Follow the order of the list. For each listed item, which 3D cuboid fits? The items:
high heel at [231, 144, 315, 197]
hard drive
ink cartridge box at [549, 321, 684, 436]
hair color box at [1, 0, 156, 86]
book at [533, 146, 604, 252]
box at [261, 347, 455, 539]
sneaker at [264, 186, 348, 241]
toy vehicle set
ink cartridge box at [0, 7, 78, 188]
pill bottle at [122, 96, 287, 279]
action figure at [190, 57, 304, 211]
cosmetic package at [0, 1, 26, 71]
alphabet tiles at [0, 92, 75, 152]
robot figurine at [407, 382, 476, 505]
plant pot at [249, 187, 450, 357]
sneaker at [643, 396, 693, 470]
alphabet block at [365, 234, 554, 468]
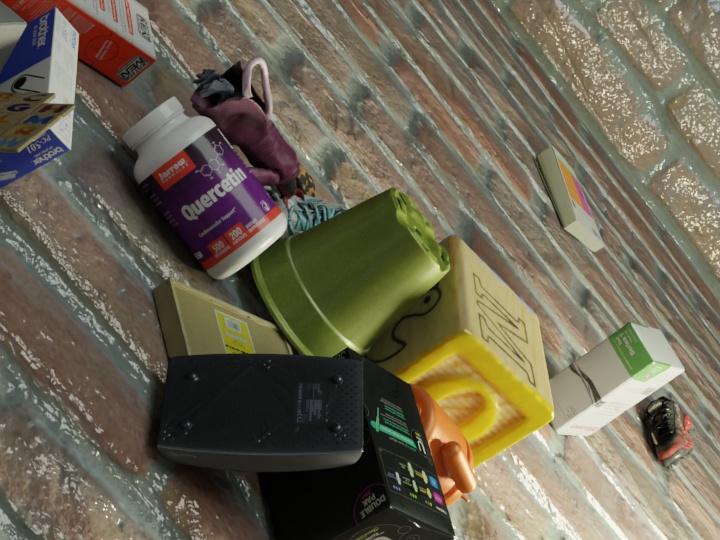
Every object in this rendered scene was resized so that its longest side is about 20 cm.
[{"bbox_3d":[-0.124,-0.137,1.883,0.143,0.071,0.200,60,18,14],"label":"high heel"},{"bbox_3d":[-0.097,0.142,1.442,0.135,0.199,0.042,-90,-178,-48],"label":"hard drive"},{"bbox_3d":[0.399,0.177,2.324,0.146,0.200,0.085,15,42,-58],"label":"ink cartridge box"},{"bbox_3d":[-0.337,-0.312,1.712,0.200,0.061,0.102,31,33,-42],"label":"hair color box"},{"bbox_3d":[0.445,-0.149,3.049,0.133,0.048,0.201,33,32,-46],"label":"book"},{"bbox_3d":[-0.012,0.214,1.529,0.124,0.148,0.201,33,32,-45],"label":"box"},{"bbox_3d":[-0.062,-0.068,1.854,0.200,0.086,0.078,3,91,-58],"label":"sneaker"},{"bbox_3d":[-0.140,0.094,1.597,0.200,0.026,0.125,28,35,-47],"label":"toy vehicle set"},{"bbox_3d":[-0.340,-0.178,1.477,0.044,0.094,0.201,51,21,-39],"label":"ink cartridge box"},{"bbox_3d":[-0.182,-0.096,1.660,0.200,0.112,0.112,52,23,-7],"label":"pill bottle"},{"bbox_3d":[-0.118,-0.163,1.753,0.200,0.148,0.134,52,37,-22],"label":"action figure"},{"bbox_3d":[-0.423,-0.229,1.375,0.107,0.090,0.200,39,19,11],"label":"cosmetic package"},{"bbox_3d":[-0.363,-0.133,1.325,0.200,0.165,0.006,-64,153,-64],"label":"alphabet tiles"},{"bbox_3d":[0.063,0.211,1.701,0.200,0.143,0.117,51,31,-45],"label":"robot figurine"},{"bbox_3d":[0.000,0.000,1.755,0.200,0.190,0.200,50,14,-18],"label":"plant pot"},{"bbox_3d":[0.559,0.291,2.647,0.098,0.071,0.200,52,21,-8],"label":"sneaker"},{"bbox_3d":[0.113,0.116,1.856,0.196,0.195,0.200,41,26,-26],"label":"alphabet block"}]
